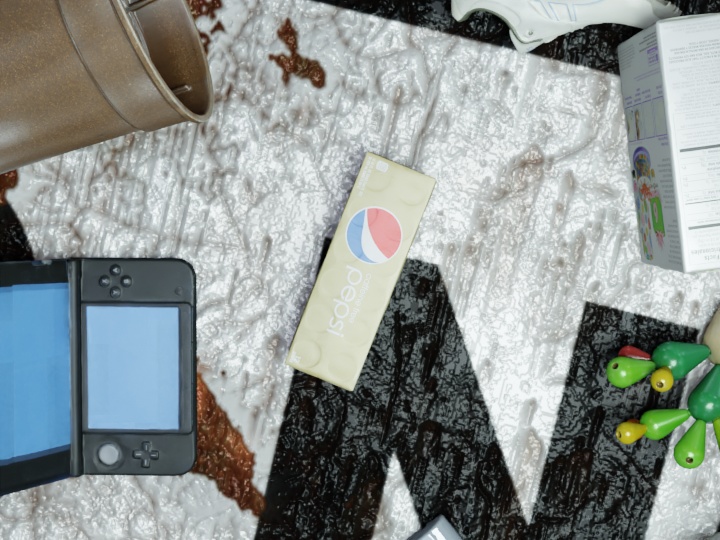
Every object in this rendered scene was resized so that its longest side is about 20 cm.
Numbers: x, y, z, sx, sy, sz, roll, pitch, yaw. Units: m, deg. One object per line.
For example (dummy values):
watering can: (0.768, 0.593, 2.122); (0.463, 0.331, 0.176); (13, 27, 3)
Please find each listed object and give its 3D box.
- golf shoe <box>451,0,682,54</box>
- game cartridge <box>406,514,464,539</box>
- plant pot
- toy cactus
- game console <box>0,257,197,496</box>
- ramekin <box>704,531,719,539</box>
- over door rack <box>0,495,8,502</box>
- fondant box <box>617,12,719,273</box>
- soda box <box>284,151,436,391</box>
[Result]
golf shoe: (0.174, -0.230, 1.023); (0.199, 0.078, 0.098); (21, 106, 8)
game cartridge: (0.040, 0.336, 1.075); (0.200, 0.042, 0.133); (-40, 88, 4)
plant pot: (-0.254, -0.181, 0.979); (0.197, 0.200, 0.201); (-21, 93, 11)
toy cactus: (0.314, 0.101, 1.036); (0.199, 0.102, 0.166); (23, 75, 2)
game console: (-0.236, 0.091, 1.024); (0.170, 0.118, 0.201); (0, 94, 2)
ramekin: (0.361, 0.297, 0.990); (0.202, 0.202, 0.095); (25, 81, 0)
over door rack: (-0.421, 0.178, 1.021); (0.199, 0.148, 0.067); (23, 89, -1)
fondant box: (0.268, -0.103, 0.985); (0.058, 0.144, 0.201); (-6, 94, 1)
soda box: (0.000, 0.000, 1.039); (0.067, 0.064, 0.201); (22, 93, 0)
